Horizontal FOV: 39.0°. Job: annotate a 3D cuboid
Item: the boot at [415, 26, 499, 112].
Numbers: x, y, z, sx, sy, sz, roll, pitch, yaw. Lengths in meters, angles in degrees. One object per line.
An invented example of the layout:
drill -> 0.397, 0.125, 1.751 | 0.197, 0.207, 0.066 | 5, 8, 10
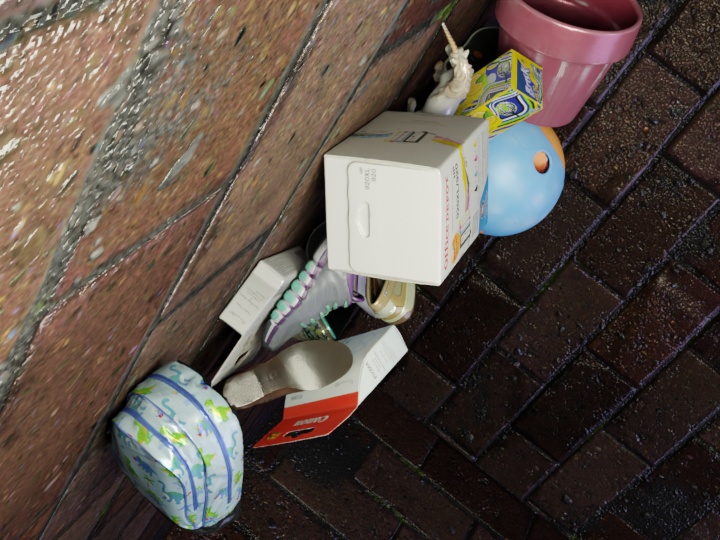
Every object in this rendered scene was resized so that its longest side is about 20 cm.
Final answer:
boot -> 0.160, -0.289, 1.572 | 0.200, 0.072, 0.144 | -39, 169, -39

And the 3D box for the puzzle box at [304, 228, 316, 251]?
puzzle box -> 0.015, -0.025, 1.536 | 0.133, 0.199, 0.026 | 117, -30, -65

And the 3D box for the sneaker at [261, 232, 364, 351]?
sneaker -> -0.050, 0.041, 1.313 | 0.200, 0.087, 0.074 | -56, 175, 18

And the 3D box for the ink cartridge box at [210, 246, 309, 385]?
ink cartridge box -> -0.140, 0.057, 1.353 | 0.176, 0.045, 0.200 | -54, 175, 11

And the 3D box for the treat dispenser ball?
treat dispenser ball -> 0.209, -0.153, 1.541 | 0.201, 0.201, 0.201 | -52, 176, -5

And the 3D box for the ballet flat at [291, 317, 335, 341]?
ballet flat -> -0.085, 0.066, 1.471 | 0.074, 0.074, 0.200 | -53, -158, 10

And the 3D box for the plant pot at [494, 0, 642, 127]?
plant pot -> 0.276, -0.314, 1.448 | 0.200, 0.200, 0.179 | -48, 160, -44

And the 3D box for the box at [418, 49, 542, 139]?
box -> 0.159, -0.221, 1.407 | 0.200, 0.064, 0.070 | -29, -133, 46

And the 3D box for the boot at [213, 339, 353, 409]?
boot -> -0.116, 0.146, 1.400 | 0.186, 0.064, 0.200 | -14, 174, -14

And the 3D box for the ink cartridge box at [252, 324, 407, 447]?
ink cartridge box -> -0.049, 0.157, 1.377 | 0.160, 0.047, 0.200 | -19, -164, 44

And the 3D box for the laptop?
laptop -> -0.108, 0.106, 1.572 | 0.200, 0.103, 0.177 | -52, -177, 27

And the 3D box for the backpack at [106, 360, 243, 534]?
backpack -> -0.201, 0.193, 1.127 | 0.154, 0.163, 0.200 | -27, 153, -44

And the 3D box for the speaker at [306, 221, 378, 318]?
speaker -> 0.000, 0.000, 1.452 | 0.081, 0.081, 0.200 | -52, 148, -2

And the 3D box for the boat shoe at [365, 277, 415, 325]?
boat shoe -> 0.035, -0.031, 1.362 | 0.072, 0.076, 0.201 | -24, -127, 32

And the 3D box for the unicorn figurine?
unicorn figurine -> 0.107, -0.233, 1.342 | 0.137, 0.074, 0.201 | -91, -163, -66

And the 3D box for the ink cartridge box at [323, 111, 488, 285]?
ink cartridge box -> 0.060, -0.093, 1.227 | 0.200, 0.144, 0.148 | -47, 139, -56
